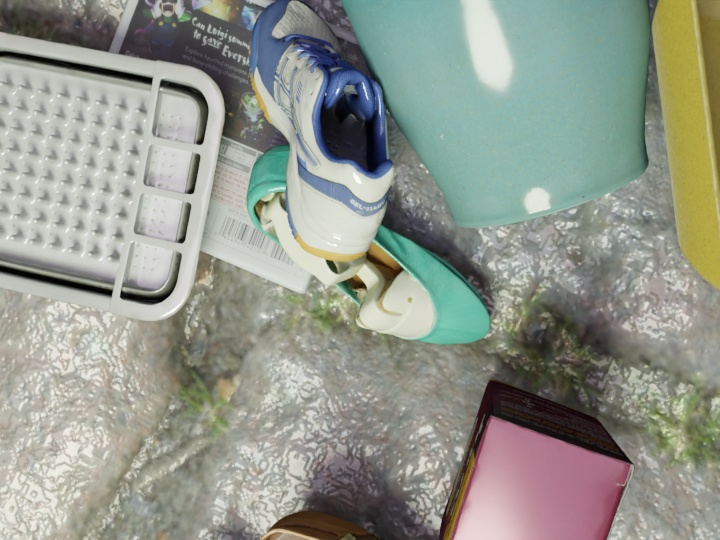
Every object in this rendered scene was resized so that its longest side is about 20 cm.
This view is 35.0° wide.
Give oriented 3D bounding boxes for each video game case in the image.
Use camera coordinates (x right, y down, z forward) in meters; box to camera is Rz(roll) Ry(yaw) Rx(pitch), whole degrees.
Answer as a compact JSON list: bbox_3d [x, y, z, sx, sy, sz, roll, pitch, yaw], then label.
[{"bbox_3d":[-0.096,-0.106,0.818,0.197,0.023,0.185,22,92,6],"label":"video game case"}]

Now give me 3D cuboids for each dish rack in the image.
[{"bbox_3d":[-0.195,-0.066,0.796,0.196,0.044,0.175,11,92,6],"label":"dish rack"}]

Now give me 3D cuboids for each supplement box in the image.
[{"bbox_3d":[0.101,0.141,0.707,0.084,0.200,0.112,19,92,6],"label":"supplement box"}]

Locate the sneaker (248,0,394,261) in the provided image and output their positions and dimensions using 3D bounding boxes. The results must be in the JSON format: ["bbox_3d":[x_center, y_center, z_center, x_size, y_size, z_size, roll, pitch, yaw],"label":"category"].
[{"bbox_3d":[-0.016,-0.109,0.724,0.074,0.089,0.203,-2,58,-26],"label":"sneaker"}]

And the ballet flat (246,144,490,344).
[{"bbox_3d":[0.000,0.000,0.767,0.199,0.071,0.067,40,132,-8],"label":"ballet flat"}]

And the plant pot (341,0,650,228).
[{"bbox_3d":[0.098,-0.137,0.723,0.197,0.200,0.191,-18,101,5],"label":"plant pot"}]

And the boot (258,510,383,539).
[{"bbox_3d":[0.025,0.216,0.724,0.197,0.155,0.075,20,81,12],"label":"boot"}]

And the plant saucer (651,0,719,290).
[{"bbox_3d":[0.249,-0.090,0.726,0.048,0.198,0.204,-8,89,45],"label":"plant saucer"}]
